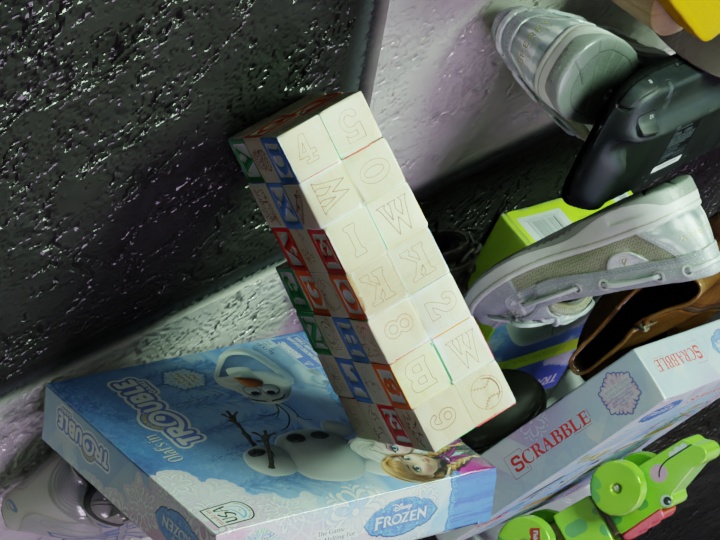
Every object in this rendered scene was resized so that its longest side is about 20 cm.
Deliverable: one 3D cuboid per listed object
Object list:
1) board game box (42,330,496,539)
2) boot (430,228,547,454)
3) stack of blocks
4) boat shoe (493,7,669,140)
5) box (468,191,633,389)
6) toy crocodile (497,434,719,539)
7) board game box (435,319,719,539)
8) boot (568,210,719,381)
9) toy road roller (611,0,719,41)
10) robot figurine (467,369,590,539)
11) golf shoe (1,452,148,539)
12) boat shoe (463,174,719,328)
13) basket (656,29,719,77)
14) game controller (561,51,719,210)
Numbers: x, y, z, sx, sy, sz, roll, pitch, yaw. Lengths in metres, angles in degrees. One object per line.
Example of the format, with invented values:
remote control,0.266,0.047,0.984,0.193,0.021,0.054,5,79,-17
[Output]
board game box,-0.056,0.108,1.656,0.199,0.200,0.043,-12,120,-33
boot,0.052,0.046,1.827,0.200,0.069,0.174,-6,133,-25
stack of blocks,0.000,0.000,1.575,0.059,0.200,0.115,-30,-168,-18
boat shoe,0.142,-0.119,1.708,0.074,0.065,0.202,-58,156,8
box,0.114,0.031,1.950,0.122,0.048,0.200,-15,146,-39
toy crocodile,0.159,0.173,1.879,0.200,0.062,0.067,-33,170,16
board game box,0.163,0.103,1.853,0.199,0.041,0.200,-37,168,29
boot,0.186,0.040,1.835,0.188,0.069,0.200,-35,180,29
toy road roller,0.162,-0.229,1.494,0.146,0.123,0.200,-50,154,-1
robot figurine,0.140,0.165,2.132,0.169,0.113,0.200,16,127,-27
golf shoe,-0.154,0.141,1.783,0.097,0.078,0.200,-20,163,25
boat shoe,0.141,0.002,1.712,0.074,0.065,0.202,-25,179,-45
basket,0.255,-0.217,1.621,0.180,0.136,0.200,13,135,-28
game controller,0.196,-0.097,1.703,0.200,0.042,0.104,-24,157,-48
